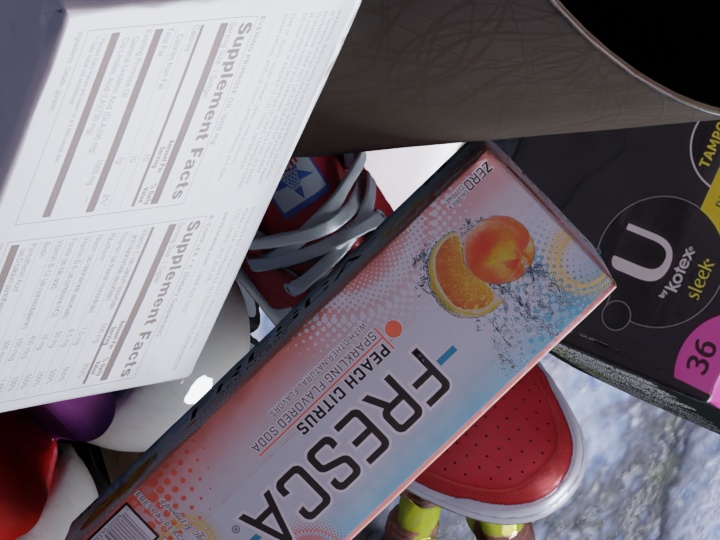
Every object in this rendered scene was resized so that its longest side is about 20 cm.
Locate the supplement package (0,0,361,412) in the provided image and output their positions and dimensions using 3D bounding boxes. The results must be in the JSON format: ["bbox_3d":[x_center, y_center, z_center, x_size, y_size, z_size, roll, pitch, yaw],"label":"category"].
[{"bbox_3d":[-0.119,-0.082,0.842,0.111,0.200,0.156,-9,137,-42],"label":"supplement package"}]

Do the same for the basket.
[{"bbox_3d":[0.031,-0.106,0.856,0.180,0.200,0.136,46,60,-19],"label":"basket"}]

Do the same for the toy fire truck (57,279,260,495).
[{"bbox_3d":[-0.054,0.107,1.129,0.128,0.177,0.200,-29,148,12],"label":"toy fire truck"}]

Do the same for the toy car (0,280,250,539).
[{"bbox_3d":[-0.138,0.031,0.962,0.175,0.150,0.200,39,86,-14],"label":"toy car"}]

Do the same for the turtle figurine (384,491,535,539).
[{"bbox_3d":[0.043,0.080,1.273,0.200,0.064,0.162,-40,140,-22],"label":"turtle figurine"}]

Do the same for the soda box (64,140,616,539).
[{"bbox_3d":[-0.009,0.046,0.912,0.200,0.068,0.064,-43,96,6],"label":"soda box"}]

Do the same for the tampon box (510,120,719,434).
[{"bbox_3d":[0.152,-0.015,1.211,0.150,0.126,0.200,-66,157,-2],"label":"tampon box"}]

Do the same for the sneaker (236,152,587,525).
[{"bbox_3d":[0.000,0.000,0.970,0.071,0.200,0.113,-39,153,-12],"label":"sneaker"}]

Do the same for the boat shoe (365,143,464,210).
[{"bbox_3d":[0.036,-0.095,1.048,0.071,0.069,0.201,12,102,-34],"label":"boat shoe"}]
